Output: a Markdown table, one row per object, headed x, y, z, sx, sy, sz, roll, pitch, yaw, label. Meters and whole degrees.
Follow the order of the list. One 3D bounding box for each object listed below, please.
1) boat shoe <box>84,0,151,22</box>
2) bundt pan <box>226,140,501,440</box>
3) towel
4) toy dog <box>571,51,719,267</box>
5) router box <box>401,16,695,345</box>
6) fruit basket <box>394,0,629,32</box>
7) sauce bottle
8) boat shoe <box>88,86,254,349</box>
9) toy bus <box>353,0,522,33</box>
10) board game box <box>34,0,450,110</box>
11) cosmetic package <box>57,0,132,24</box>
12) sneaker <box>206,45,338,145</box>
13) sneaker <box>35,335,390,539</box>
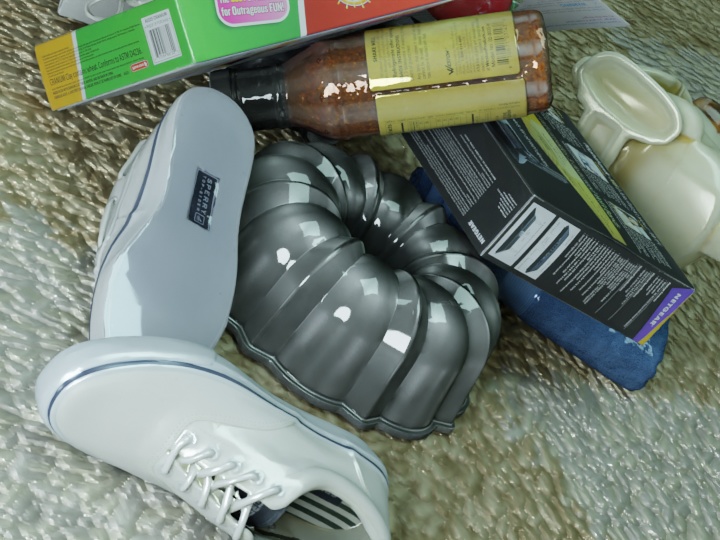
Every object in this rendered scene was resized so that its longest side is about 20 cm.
| x | y | z | sx | sy | sz | roll | pitch | yaw | label |
| --- | --- | --- | --- | --- | --- | --- | --- | --- | --- |
| -0.134 | -0.185 | 1.331 | 0.202 | 0.086 | 0.075 | 10 | 34 | -46 | boat shoe |
| 0.000 | 0.000 | 1.321 | 0.202 | 0.076 | 0.202 | 30 | 27 | -17 | bundt pan |
| 0.117 | -0.005 | 1.512 | 0.200 | 0.049 | 0.112 | 34 | 26 | -9 | towel |
| 0.214 | -0.078 | 1.646 | 0.194 | 0.140 | 0.200 | 23 | 13 | 8 | toy dog |
| 0.103 | -0.057 | 1.435 | 0.157 | 0.052 | 0.200 | 27 | 22 | -38 | router box |
| 0.046 | -0.204 | 1.454 | 0.200 | 0.094 | 0.185 | 26 | -17 | -39 | fruit basket |
| 0.012 | -0.112 | 1.351 | 0.199 | 0.066 | 0.066 | -5 | 32 | 2 | sauce bottle |
| -0.105 | -0.007 | 1.206 | 0.074 | 0.065 | 0.200 | 37 | 45 | -20 | boat shoe |
| 0.070 | -0.224 | 1.653 | 0.136 | 0.192 | 0.200 | 11 | 37 | -46 | toy bus |
| -0.065 | -0.144 | 1.329 | 0.200 | 0.153 | 0.040 | -19 | 95 | -39 | board game box |
| -0.131 | -0.235 | 1.492 | 0.090 | 0.107 | 0.200 | 17 | 27 | -10 | cosmetic package |
| -0.035 | -0.145 | 1.526 | 0.114 | 0.075 | 0.200 | 42 | 26 | -4 | sneaker |
| -0.061 | 0.090 | 1.092 | 0.200 | 0.073 | 0.071 | 22 | 26 | -30 | sneaker |
